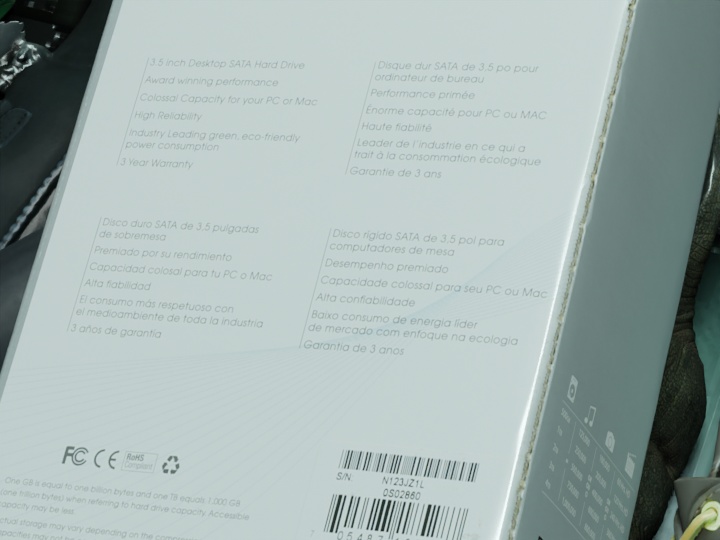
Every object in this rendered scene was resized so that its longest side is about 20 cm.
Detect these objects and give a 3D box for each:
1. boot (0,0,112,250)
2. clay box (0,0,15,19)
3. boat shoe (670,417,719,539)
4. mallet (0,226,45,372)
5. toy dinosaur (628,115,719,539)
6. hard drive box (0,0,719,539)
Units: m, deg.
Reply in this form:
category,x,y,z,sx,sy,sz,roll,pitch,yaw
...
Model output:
category,x,y,z,sx,sy,sz,roll,pitch,yaw
boot,-0.051,-0.007,0.876,0.198,0.073,0.163,41,86,26
clay box,-0.225,-0.110,0.980,0.200,0.048,0.115,38,81,27
boat shoe,0.112,0.062,0.770,0.060,0.072,0.202,18,76,-5
mallet,-0.071,0.089,0.831,0.066,0.041,0.201,-23,90,14
toy dinosaur,0.063,0.047,0.815,0.077,0.102,0.201,-1,61,25
hard drive box,0.000,0.000,0.759,0.155,0.077,0.201,4,67,27
